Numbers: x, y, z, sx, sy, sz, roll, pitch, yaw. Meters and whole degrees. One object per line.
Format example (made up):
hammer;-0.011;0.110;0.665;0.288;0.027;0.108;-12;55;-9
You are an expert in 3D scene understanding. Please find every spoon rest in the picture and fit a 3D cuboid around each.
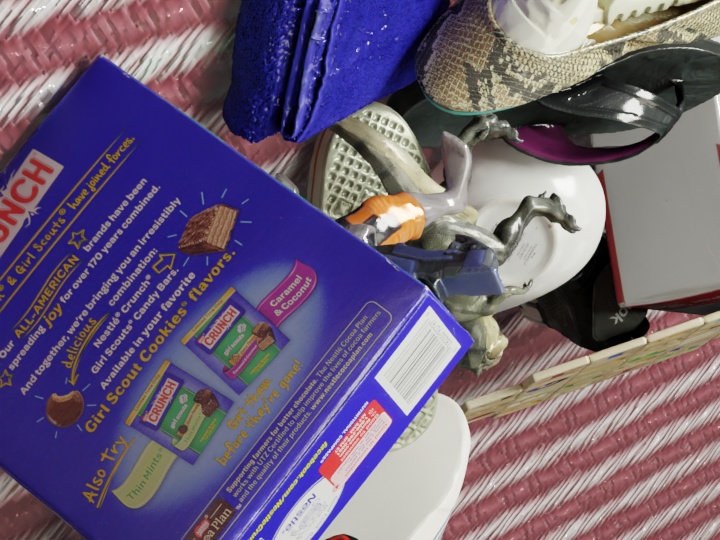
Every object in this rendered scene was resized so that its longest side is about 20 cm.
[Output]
spoon rest;0.055;0.010;1.635;0.200;0.099;0.061;-56;-167;20

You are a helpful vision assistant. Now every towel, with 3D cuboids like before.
towel;0.010;-0.158;1.392;0.147;0.049;0.201;-26;141;-44

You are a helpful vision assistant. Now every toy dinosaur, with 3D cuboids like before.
toy dinosaur;0.052;-0.028;1.503;0.088;0.047;0.200;-35;125;-6

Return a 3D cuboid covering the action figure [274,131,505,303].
action figure;-0.007;0.017;1.380;0.194;0.199;0.105;-55;137;-44

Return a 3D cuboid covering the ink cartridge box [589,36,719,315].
ink cartridge box;0.211;-0.050;1.735;0.200;0.082;0.148;8;72;-61

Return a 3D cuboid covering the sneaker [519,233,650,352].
sneaker;0.123;-0.006;1.705;0.067;0.090;0.200;-51;153;-10

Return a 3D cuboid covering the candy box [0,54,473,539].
candy box;-0.083;0.031;1.284;0.169;0.200;0.077;-51;154;-6

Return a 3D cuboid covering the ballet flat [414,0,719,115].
ballet flat;0.116;-0.133;1.458;0.199;0.068;0.075;-18;157;-31

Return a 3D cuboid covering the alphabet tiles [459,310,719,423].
alphabet tiles;0.145;0.051;1.695;0.199;0.006;0.166;-18;173;-9

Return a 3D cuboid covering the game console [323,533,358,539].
game console;-0.029;0.229;1.514;0.176;0.031;0.200;-34;136;8

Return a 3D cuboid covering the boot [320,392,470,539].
boot;0.004;0.166;1.613;0.201;0.072;0.090;-60;156;-20

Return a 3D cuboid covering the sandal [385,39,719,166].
sandal;0.108;-0.079;1.560;0.199;0.048;0.075;-9;154;-22

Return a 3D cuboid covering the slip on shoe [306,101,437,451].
slip on shoe;0.000;0.000;1.551;0.074;0.061;0.201;-21;127;-20
